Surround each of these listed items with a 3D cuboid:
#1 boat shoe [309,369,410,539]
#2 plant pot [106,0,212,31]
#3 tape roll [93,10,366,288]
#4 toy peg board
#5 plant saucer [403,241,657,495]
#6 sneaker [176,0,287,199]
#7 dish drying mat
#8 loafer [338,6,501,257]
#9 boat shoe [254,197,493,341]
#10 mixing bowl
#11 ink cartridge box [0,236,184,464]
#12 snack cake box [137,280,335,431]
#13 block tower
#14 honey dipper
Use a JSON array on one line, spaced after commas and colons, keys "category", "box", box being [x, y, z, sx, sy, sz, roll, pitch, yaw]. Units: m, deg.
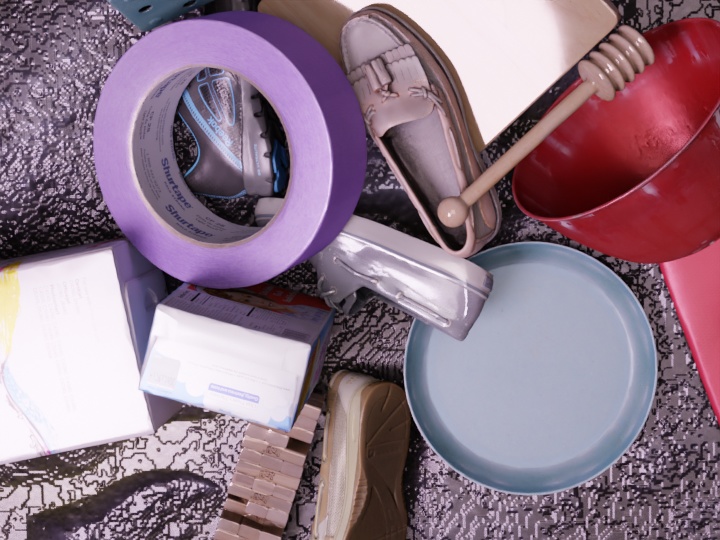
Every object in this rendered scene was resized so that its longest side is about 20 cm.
[{"category": "boat shoe", "box": [-0.008, 0.182, 1.364, 0.063, 0.073, 0.201, 15, 105, 47]}, {"category": "plant pot", "box": [-0.167, -0.292, 1.259, 0.141, 0.141, 0.201, -24, 79, 6]}, {"category": "tape roll", "box": [-0.098, -0.090, 1.270, 0.199, 0.066, 0.201, 7, 107, 23]}, {"category": "toy peg board", "box": [0.066, -0.204, 1.310, 0.200, 0.098, 0.199, 46, 113, -1]}, {"category": "plant saucer", "box": [0.133, 0.077, 1.349, 0.199, 0.027, 0.201, 0, 93, 0]}, {"category": "sneaker", "box": [-0.111, -0.154, 1.327, 0.082, 0.073, 0.201, -6, 93, 10]}, {"category": "dish drying mat", "box": [0.293, 0.040, 1.344, 0.077, 0.018, 0.201, -21, 95, 5]}, {"category": "loafer", "box": [0.043, -0.102, 1.261, 0.072, 0.063, 0.200, -26, 98, 22]}, {"category": "boat shoe", "box": [0.001, 0.000, 1.316, 0.200, 0.070, 0.072, 20, 83, 17]}, {"category": "mixing bowl", "box": [0.224, -0.079, 1.265, 0.200, 0.200, 0.108, -43, 114, 7]}, {"category": "ink cartridge box", "box": [-0.254, 0.063, 1.323, 0.199, 0.147, 0.147, -12, 94, 6]}, {"category": "snack cake box", "box": [-0.088, 0.055, 1.282, 0.115, 0.200, 0.067, 14, 99, 3]}, {"category": "block tower", "box": [-0.081, 0.186, 1.360, 0.058, 0.054, 0.201, 19, 103, 0]}, {"category": "honey dipper", "box": [0.131, -0.103, 1.243, 0.200, 0.038, 0.038, -41, 92, -9]}]
